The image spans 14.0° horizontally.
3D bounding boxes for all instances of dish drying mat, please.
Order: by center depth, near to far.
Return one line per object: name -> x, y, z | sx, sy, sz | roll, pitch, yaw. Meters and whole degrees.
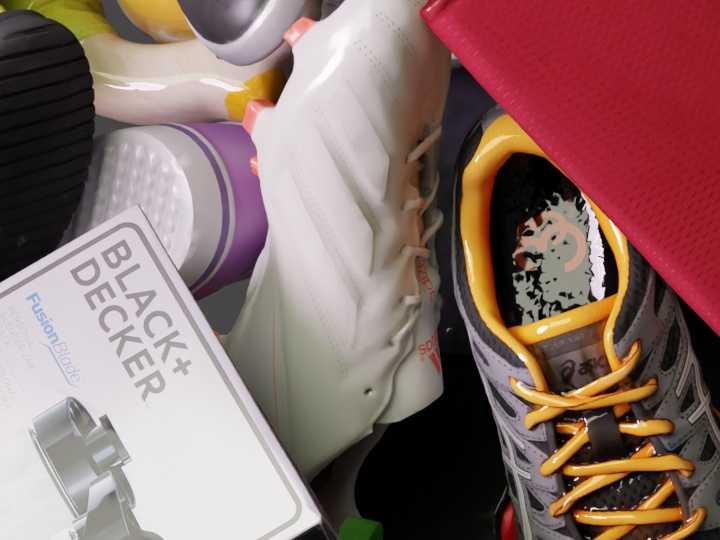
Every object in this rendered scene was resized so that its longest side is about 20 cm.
dish drying mat -> 0.106, -0.030, 0.849 | 0.077, 0.200, 0.018 | -48, 16, -12

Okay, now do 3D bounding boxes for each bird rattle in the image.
bird rattle -> -0.076, -0.116, 1.042 | 0.163, 0.113, 0.200 | 13, 60, 17

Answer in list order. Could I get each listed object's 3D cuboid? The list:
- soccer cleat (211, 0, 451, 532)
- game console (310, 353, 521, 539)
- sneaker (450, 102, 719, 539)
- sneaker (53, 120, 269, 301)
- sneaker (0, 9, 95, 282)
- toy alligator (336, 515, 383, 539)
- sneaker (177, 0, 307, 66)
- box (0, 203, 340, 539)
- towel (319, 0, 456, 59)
soccer cleat -> 0.000, 0.000, 0.875 | 0.078, 0.069, 0.200 | 37, 130, 23
game console -> -0.043, 0.106, 0.945 | 0.199, 0.031, 0.177 | 2, 63, 25
sneaker -> 0.069, 0.040, 0.869 | 0.078, 0.077, 0.200 | -22, 82, 9
sneaker -> -0.084, -0.005, 0.987 | 0.200, 0.114, 0.073 | -12, 92, 41
sneaker -> -0.147, -0.008, 0.916 | 0.089, 0.074, 0.200 | 44, 126, 28
toy alligator -> -0.055, 0.102, 0.885 | 0.199, 0.059, 0.054 | -8, 108, 20
sneaker -> -0.074, -0.155, 0.948 | 0.071, 0.099, 0.200 | -38, 49, 32
box -> -0.117, 0.083, 0.834 | 0.200, 0.060, 0.117 | -29, 66, -4
towel -> 0.073, -0.158, 0.949 | 0.171, 0.048, 0.200 | 1, 62, 60
